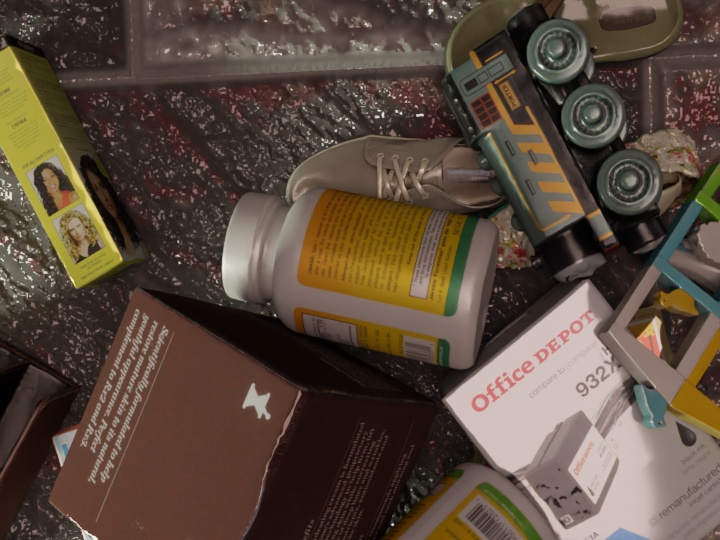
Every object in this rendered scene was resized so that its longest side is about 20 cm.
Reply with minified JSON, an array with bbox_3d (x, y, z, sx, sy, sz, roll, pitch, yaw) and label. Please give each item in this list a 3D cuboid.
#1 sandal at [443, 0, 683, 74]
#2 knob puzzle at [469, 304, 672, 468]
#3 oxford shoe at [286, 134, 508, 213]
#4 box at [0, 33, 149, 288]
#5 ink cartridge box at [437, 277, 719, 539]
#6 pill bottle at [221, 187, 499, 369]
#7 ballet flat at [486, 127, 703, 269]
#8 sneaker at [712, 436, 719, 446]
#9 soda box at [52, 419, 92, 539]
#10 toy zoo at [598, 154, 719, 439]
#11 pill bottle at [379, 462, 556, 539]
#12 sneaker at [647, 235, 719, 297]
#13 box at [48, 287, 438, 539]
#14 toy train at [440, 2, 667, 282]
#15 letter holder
[{"bbox_3d":[0.161,-0.194,0.778,0.197,0.057,0.081,-15,91,3],"label":"sandal"},{"bbox_3d":[0.185,0.149,0.805,0.215,0.030,0.225,0,92,2],"label":"knob puzzle"},{"bbox_3d":[0.035,-0.074,0.790,0.196,0.058,0.077,-4,96,5],"label":"oxford shoe"},{"bbox_3d":[-0.247,-0.087,0.795,0.050,0.075,0.202,-28,92,6],"label":"box"},{"bbox_3d":[0.173,0.127,0.746,0.144,0.084,0.201,-38,88,3],"label":"ink cartridge box"},{"bbox_3d":[0.000,0.000,0.744,0.196,0.113,0.115,11,93,12],"label":"pill bottle"},{"bbox_3d":[0.183,-0.048,0.772,0.198,0.076,0.064,-29,48,4],"label":"ballet flat"},{"bbox_3d":[0.376,0.169,0.776,0.196,0.071,0.075,12,93,2],"label":"sneaker"},{"bbox_3d":[-0.186,0.215,0.805,0.062,0.068,0.204,-17,91,4],"label":"soda box"},{"bbox_3d":[0.261,0.032,0.709,0.130,0.020,0.201,37,77,-2],"label":"toy zoo"},{"bbox_3d":[0.042,0.242,0.693,0.199,0.111,0.112,-38,91,-25],"label":"pill bottle"},{"bbox_3d":[0.318,0.034,0.775,0.197,0.075,0.088,21,99,2],"label":"sneaker"},{"bbox_3d":[-0.076,0.131,0.706,0.163,0.199,0.168,26,94,31],"label":"box"},{"bbox_3d":[0.143,-0.092,0.721,0.113,0.085,0.203,-29,82,15],"label":"toy train"},{"bbox_3d":[-0.331,0.166,0.774,0.099,0.142,0.203,28,93,1],"label":"letter holder"}]
